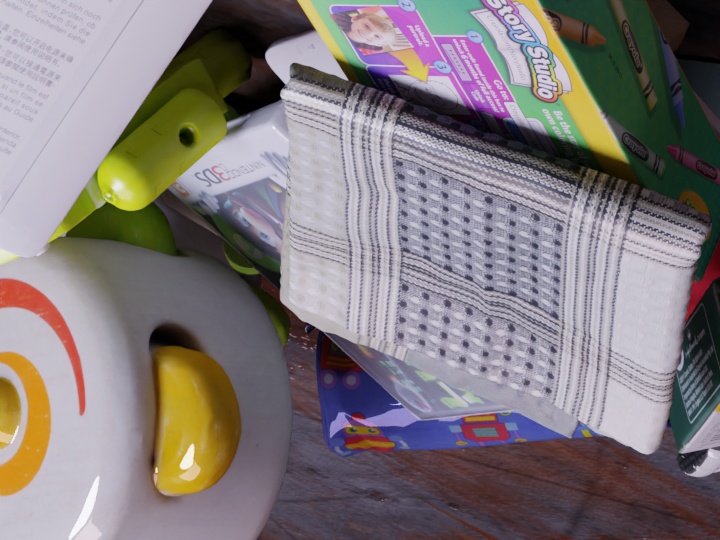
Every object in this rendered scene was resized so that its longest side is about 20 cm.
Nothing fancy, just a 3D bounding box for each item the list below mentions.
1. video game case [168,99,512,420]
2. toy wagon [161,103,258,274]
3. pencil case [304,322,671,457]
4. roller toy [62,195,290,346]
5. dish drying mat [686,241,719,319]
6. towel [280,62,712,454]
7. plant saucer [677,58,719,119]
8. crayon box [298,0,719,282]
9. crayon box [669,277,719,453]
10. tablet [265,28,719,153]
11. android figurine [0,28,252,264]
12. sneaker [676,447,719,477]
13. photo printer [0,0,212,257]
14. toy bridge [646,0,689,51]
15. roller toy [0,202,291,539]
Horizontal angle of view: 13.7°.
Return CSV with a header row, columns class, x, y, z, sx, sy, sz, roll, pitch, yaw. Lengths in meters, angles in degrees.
class,x,y,z,sx,sy,sz,roll,pitch,yaw
video game case,0.000,0.000,1.477,0.200,0.023,0.182,43,162,-13
toy wagon,-0.014,-0.032,1.596,0.199,0.040,0.155,14,159,13
pencil case,0.072,0.053,1.620,0.199,0.087,0.078,-5,135,17
roller toy,-0.161,0.031,1.742,0.182,0.140,0.200,32,157,-30
dish drying mat,0.153,-0.005,1.424,0.076,0.018,0.200,8,158,-3
towel,0.050,0.003,1.289,0.192,0.035,0.200,21,152,11
plant saucer,0.180,-0.034,1.418,0.199,0.036,0.200,17,159,6
crayon box,0.065,-0.079,1.239,0.118,0.058,0.200,4,144,35
crayon box,0.249,0.028,1.403,0.199,0.052,0.126,-9,162,-10
tablet,0.060,-0.074,1.326,0.199,0.014,0.130,-11,133,48
android figurine,-0.144,-0.049,1.455,0.182,0.200,0.041,-9,116,51
sneaker,0.233,0.067,1.599,0.080,0.074,0.200,8,166,-10
photo printer,-0.151,-0.120,1.228,0.166,0.200,0.070,26,-156,-24
toy bridge,0.097,-0.074,1.361,0.067,0.027,0.200,47,152,18
roller toy,-0.139,0.077,1.530,0.139,0.183,0.200,5,-144,-46
